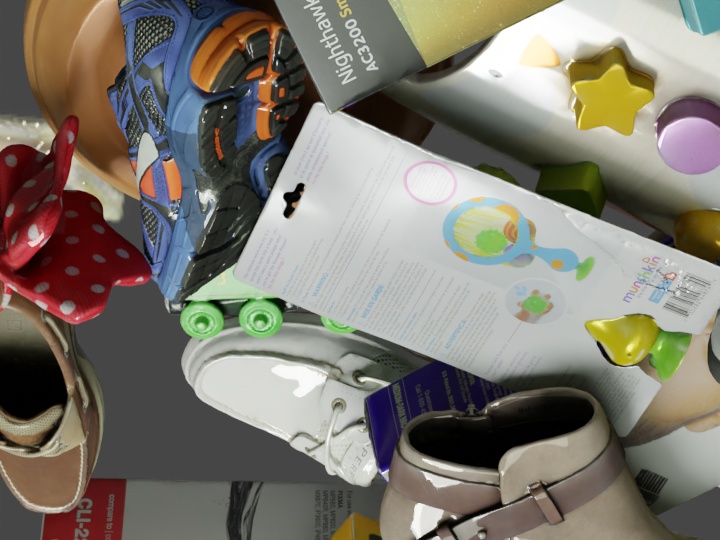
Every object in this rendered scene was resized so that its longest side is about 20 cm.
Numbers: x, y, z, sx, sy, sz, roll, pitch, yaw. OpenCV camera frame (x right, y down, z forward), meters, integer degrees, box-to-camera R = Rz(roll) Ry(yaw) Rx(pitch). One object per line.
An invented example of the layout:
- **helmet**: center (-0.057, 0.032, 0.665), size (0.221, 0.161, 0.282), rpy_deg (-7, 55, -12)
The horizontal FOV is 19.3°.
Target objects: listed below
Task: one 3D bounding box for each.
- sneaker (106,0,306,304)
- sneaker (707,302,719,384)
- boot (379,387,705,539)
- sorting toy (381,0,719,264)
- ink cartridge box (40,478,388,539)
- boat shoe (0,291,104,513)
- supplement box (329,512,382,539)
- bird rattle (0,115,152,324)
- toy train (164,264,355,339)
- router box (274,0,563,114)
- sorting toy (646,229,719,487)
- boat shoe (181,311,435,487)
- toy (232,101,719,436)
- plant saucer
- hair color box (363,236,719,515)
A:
- **sneaker**: center (-0.072, -0.060, 0.927), size (0.075, 0.078, 0.201), rpy_deg (-34, 157, -28)
- **sneaker**: center (0.211, -0.041, 0.927), size (0.067, 0.201, 0.108), rpy_deg (22, 140, 36)
- **boot**: center (0.109, 0.118, 0.988), size (0.198, 0.070, 0.147), rpy_deg (-9, 127, 0)
- **sorting toy**: center (0.101, -0.098, 0.911), size (0.179, 0.107, 0.201), rpy_deg (18, 131, -15)
- **ink cartridge box**: center (-0.079, 0.195, 1.203), size (0.198, 0.084, 0.145), rpy_deg (0, 134, -3)
- **boat shoe**: center (-0.174, 0.062, 1.084), size (0.075, 0.072, 0.201), rpy_deg (-3, 134, 2)
- **supplement box**: center (-0.007, 0.240, 1.116), size (0.108, 0.110, 0.200), rpy_deg (21, 129, -22)
- **bird rattle**: center (-0.204, 0.002, 0.952), size (0.199, 0.164, 0.113), rpy_deg (22, 152, 24)
- **toy train**: center (0.000, 0.000, 1.051), size (0.198, 0.042, 0.057), rpy_deg (-3, 123, 2)
- **router box**: center (0.014, -0.184, 0.796), size (0.156, 0.052, 0.201), rpy_deg (-26, 110, 3)
- **sorting toy**: center (0.212, 0.022, 1.080), size (0.184, 0.037, 0.200), rpy_deg (28, 123, -24)
- **boat shoe**: center (0.003, 0.077, 1.102), size (0.198, 0.070, 0.071), rpy_deg (14, 134, -12)
- **toy**: center (0.056, -0.008, 0.945), size (0.199, 0.047, 0.115), rpy_deg (24, 132, -5)
- **plant saucer**: center (-0.055, -0.092, 0.963), size (0.198, 0.038, 0.201), rpy_deg (0, 134, 0)
- **hair color box**: center (0.115, 0.070, 1.036), size (0.199, 0.065, 0.110), rpy_deg (-29, 125, 10)
